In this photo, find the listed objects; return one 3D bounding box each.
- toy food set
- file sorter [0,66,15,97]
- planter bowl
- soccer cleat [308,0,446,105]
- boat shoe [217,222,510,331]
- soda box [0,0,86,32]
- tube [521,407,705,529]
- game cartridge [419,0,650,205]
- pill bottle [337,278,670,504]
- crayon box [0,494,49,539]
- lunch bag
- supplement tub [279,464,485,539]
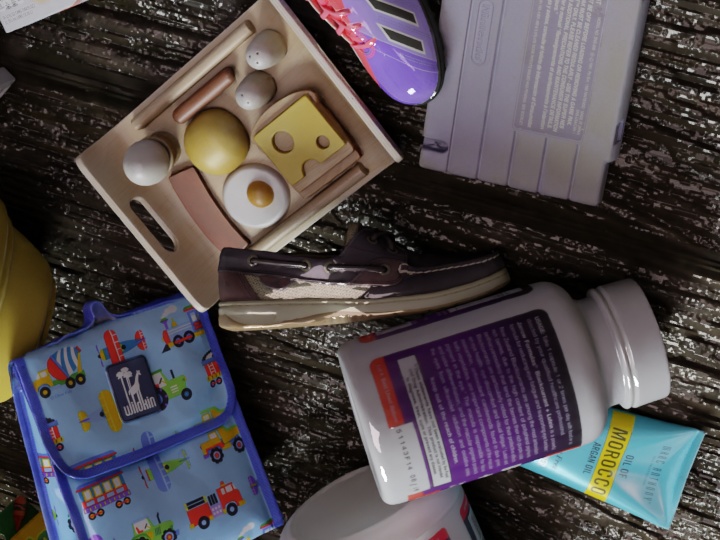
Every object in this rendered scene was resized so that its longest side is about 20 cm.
[{"bbox_3d":[-0.084,-0.079,1.099,0.200,0.060,0.144,-36,98,28],"label":"toy food set"},{"bbox_3d":[-0.377,-0.102,1.145,0.125,0.139,0.200,48,118,-2],"label":"file sorter"},{"bbox_3d":[-0.275,0.034,1.167,0.083,0.201,0.201,17,121,-23],"label":"planter bowl"},{"bbox_3d":[-0.017,-0.187,1.011,0.068,0.073,0.200,-21,101,44],"label":"soccer cleat"},{"bbox_3d":[0.000,0.000,1.083,0.199,0.072,0.065,-8,94,2],"label":"boat shoe"},{"bbox_3d":[-0.158,-0.225,1.060,0.199,0.064,0.069,-17,106,25],"label":"soda box"},{"bbox_3d":[0.133,0.114,1.121,0.199,0.050,0.078,19,115,6],"label":"tube"},{"bbox_3d":[0.113,-0.148,1.020,0.129,0.038,0.201,12,115,9],"label":"game cartridge"},{"bbox_3d":[0.094,0.072,1.049,0.199,0.111,0.112,-17,108,-3],"label":"pill bottle"},{"bbox_3d":[-0.237,0.272,1.245,0.200,0.127,0.051,40,149,10],"label":"crayon box"},{"bbox_3d":[-0.164,0.115,1.159,0.094,0.150,0.201,4,113,60],"label":"lunch bag"},{"bbox_3d":[0.039,0.248,1.153,0.140,0.140,0.200,-18,105,24],"label":"supplement tub"}]
